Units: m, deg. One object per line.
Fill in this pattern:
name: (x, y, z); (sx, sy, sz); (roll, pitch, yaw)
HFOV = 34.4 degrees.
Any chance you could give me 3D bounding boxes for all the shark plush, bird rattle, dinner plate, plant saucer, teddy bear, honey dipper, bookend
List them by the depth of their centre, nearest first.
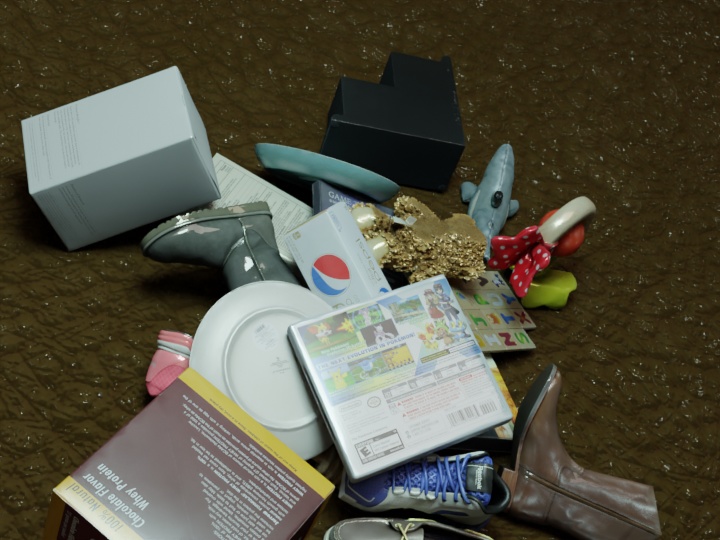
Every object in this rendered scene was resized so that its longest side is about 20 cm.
dinner plate: (-0.087, 0.107, 1.260); (0.197, 0.024, 0.204); (7, 71, -21)
honey dipper: (-0.085, 0.181, 1.270); (0.199, 0.038, 0.038); (33, 44, -14)
teddy bear: (0.065, -0.031, 1.455); (0.198, 0.067, 0.145); (-11, 50, -45)
plant saucer: (-0.046, -0.121, 1.508); (0.197, 0.200, 0.028); (17, 87, -9)
bird rattle: (0.241, -0.038, 1.530); (0.163, 0.200, 0.113); (-44, 66, -2)
shark plush: (0.174, -0.090, 1.619); (0.090, 0.084, 0.201); (30, 46, 3)
bookend: (0.036, -0.230, 1.676); (0.197, 0.093, 0.201); (9, 47, -15)

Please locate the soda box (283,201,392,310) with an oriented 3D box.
soda box: (-0.008, 0.027, 1.344); (0.202, 0.067, 0.064); (62, 24, -3)

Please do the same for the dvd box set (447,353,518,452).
dvd box set: (0.117, 0.126, 1.415); (0.145, 0.029, 0.202); (12, 44, -41)

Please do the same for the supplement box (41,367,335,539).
supplement box: (-0.171, 0.247, 1.142); (0.196, 0.134, 0.200); (37, 46, 10)

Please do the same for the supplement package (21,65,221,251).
supplement package: (-0.282, -0.131, 1.376); (0.197, 0.120, 0.122); (-19, 54, 1)

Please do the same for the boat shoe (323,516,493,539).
boat shoe: (0.060, 0.299, 1.249); (0.197, 0.060, 0.073); (16, 47, -10)

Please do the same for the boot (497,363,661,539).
boot: (0.269, 0.227, 1.346); (0.197, 0.189, 0.064); (21, 7, -1)

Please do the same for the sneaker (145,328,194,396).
sneaker: (-0.151, 0.143, 1.301); (0.198, 0.074, 0.088); (28, 82, -13)

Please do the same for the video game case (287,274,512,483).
video game case: (0.043, 0.113, 1.260); (0.197, 0.022, 0.184); (-17, 69, -22)

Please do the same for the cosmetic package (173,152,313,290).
cosmetic package: (-0.127, -0.049, 1.460); (0.198, 0.074, 0.104); (30, 46, 4)

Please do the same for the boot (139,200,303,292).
boot: (-0.141, 0.027, 1.333); (0.179, 0.073, 0.203); (-15, 73, -20)

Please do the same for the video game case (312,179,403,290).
video game case: (0.000, 0.000, 1.440); (0.142, 0.019, 0.203); (19, 57, -40)

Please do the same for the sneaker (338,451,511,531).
sneaker: (0.084, 0.224, 1.260); (0.197, 0.115, 0.082); (19, 60, -21)

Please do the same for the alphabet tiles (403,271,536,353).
alphabet tiles: (0.144, 0.039, 1.506); (0.198, 0.006, 0.167); (1, 48, -47)
